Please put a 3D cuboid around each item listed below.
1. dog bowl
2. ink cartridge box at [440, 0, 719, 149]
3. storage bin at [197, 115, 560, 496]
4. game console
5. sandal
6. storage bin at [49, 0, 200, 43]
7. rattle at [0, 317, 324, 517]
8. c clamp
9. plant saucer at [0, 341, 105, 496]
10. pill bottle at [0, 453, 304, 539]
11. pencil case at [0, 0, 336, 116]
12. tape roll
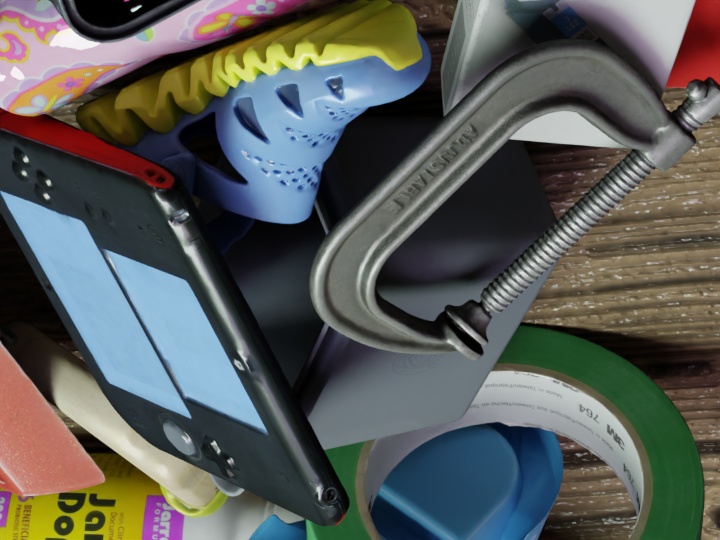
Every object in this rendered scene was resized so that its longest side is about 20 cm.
[{"bbox_3d":[0.022,0.144,1.526,0.111,0.200,0.050,34,154,24],"label":"dog bowl"},{"bbox_3d":[0.137,-0.132,1.255,0.176,0.045,0.200,3,142,-8],"label":"ink cartridge box"},{"bbox_3d":[0.000,0.000,1.411,0.134,0.146,0.200,-6,147,-26],"label":"storage bin"},{"bbox_3d":[-0.095,0.019,1.325,0.177,0.031,0.200,26,149,53],"label":"game console"},{"bbox_3d":[-0.038,-0.060,1.268,0.200,0.079,0.087,-17,96,51],"label":"sandal"},{"bbox_3d":[-0.057,-0.196,1.116,0.200,0.094,0.135,-30,137,-13],"label":"storage bin"},{"bbox_3d":[-0.128,0.026,1.526,0.200,0.143,0.130,36,-169,25],"label":"rattle"},{"bbox_3d":[0.079,-0.025,1.289,0.200,0.027,0.171,-40,140,10],"label":"c clamp"},{"bbox_3d":[-0.248,0.037,1.493,0.200,0.037,0.200,17,152,39],"label":"plant saucer"},{"bbox_3d":[-0.123,0.154,1.631,0.200,0.104,0.104,0,140,10],"label":"pill bottle"},{"bbox_3d":[-0.080,-0.132,1.252,0.200,0.087,0.087,-20,133,25],"label":"pencil case"},{"bbox_3d":[0.072,0.119,1.474,0.200,0.201,0.048,4,141,6],"label":"tape roll"}]
